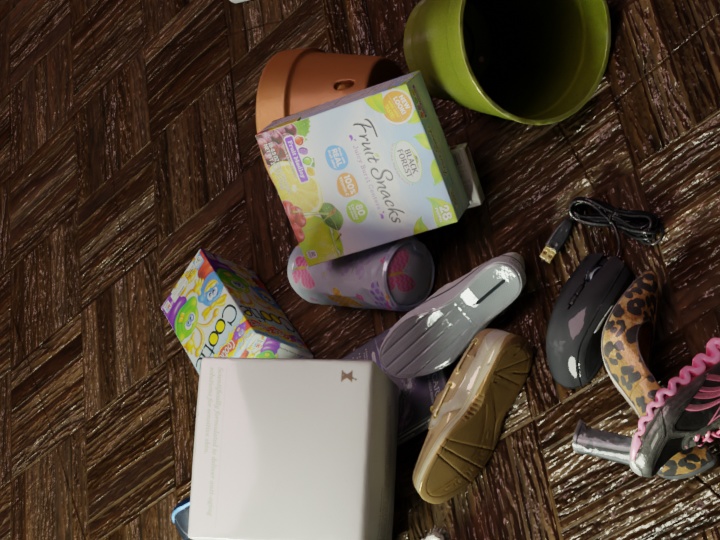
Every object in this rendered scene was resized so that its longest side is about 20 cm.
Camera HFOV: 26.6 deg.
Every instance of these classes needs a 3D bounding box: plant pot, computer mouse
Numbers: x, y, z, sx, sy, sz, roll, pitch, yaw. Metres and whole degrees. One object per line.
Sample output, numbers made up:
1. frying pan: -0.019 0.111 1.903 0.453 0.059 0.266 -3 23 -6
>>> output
1. plant pot: 0.148 -0.264 1.727 0.192 0.199 0.203 6 76 63
2. plant pot: -0.020 -0.181 1.876 0.138 0.200 0.203 -6 66 29
3. computer mouse: 0.222 0.013 1.595 0.140 0.046 0.202 29 94 50

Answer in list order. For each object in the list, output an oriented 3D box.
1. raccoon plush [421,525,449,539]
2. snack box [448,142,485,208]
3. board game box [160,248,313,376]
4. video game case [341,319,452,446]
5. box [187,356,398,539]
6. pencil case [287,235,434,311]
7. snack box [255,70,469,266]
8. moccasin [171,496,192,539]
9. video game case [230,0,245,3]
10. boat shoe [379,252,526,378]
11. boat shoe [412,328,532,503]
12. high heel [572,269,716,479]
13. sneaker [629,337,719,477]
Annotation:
1. raccoon plush: 0.041 0.328 1.620 0.199 0.096 0.135 18 78 52
2. snack box: 0.043 -0.091 1.790 0.198 0.073 0.024 -12 19 24
3. board game box: -0.161 0.079 1.964 0.104 0.104 0.200 -54 40 14
4. video game case: 0.029 0.141 1.780 0.199 0.019 0.144 -34 49 33
5. box: -0.068 0.205 1.660 0.197 0.171 0.202 1 78 10
6. pencil case: 0.000 0.000 1.833 0.199 0.083 0.091 6 62 51
7. snack box: 0.003 -0.115 1.742 0.198 0.170 0.068 -17 15 22
8. moccasin: -0.129 0.278 1.844 0.198 0.080 0.069 -24 92 15
9. video game case: -0.117 -0.506 2.272 0.181 0.023 0.203 -1 71 49
10. boat shoe: 0.109 0.051 1.698 0.199 0.074 0.067 -34 3 23
11. boat shoe: 0.112 0.153 1.640 0.201 0.073 0.069 -58 36 -4
12. high heel: 0.298 0.100 1.465 0.141 0.071 0.202 10 72 35
13. sneaker: 0.327 0.121 1.371 0.200 0.079 0.095 -46 69 -2
